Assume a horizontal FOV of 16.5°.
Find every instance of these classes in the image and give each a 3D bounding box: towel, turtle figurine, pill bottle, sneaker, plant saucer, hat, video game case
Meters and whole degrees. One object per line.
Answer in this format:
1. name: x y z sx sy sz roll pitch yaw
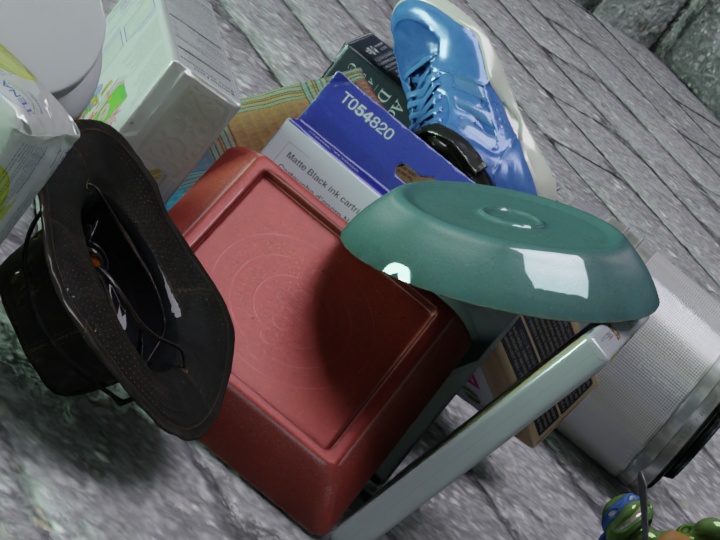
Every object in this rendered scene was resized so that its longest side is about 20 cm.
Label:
1. towel: -0.076 -0.086 1.734 0.147 0.199 0.022 -119 -165 -57
2. turtle figurine: 0.243 0.207 1.631 0.194 0.200 0.144 51 32 12
3. pill bottle: -0.211 -0.114 1.411 0.112 0.113 0.200 35 -22 -11
4. sneaker: 0.055 -0.112 1.834 0.111 0.077 0.201 -17 76 -41
5. plant saucer: 0.088 -0.018 1.508 0.198 0.036 0.200 10 15 -3
6. hat: -0.149 0.019 1.374 0.201 0.081 0.201 53 20 -30
7. plant saucer: -0.045 0.029 1.504 0.200 0.037 0.200 39 48 2
8. video game case: 0.082 0.091 1.509 0.023 0.200 0.182 53 16 3

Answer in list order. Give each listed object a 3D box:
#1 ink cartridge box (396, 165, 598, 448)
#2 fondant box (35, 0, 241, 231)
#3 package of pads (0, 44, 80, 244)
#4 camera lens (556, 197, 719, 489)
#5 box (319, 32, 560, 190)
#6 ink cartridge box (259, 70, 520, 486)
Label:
1. ink cartridge box: 0.060 0.012 1.750 0.200 0.075 0.165 34 -20 37
2. fondant box: -0.152 -0.103 1.634 0.058 0.145 0.200 34 15 -21
3. package of pads: -0.257 -0.079 1.286 0.200 0.155 0.068 43 16 16
4. camera lens: 0.203 0.061 1.969 0.200 0.160 0.160 40 15 5
5. box: 0.031 -0.065 1.955 0.200 0.149 0.107 39 15 2
6. ink cartridge box: 0.000 0.000 1.600 0.199 0.200 0.041 38 -13 2
